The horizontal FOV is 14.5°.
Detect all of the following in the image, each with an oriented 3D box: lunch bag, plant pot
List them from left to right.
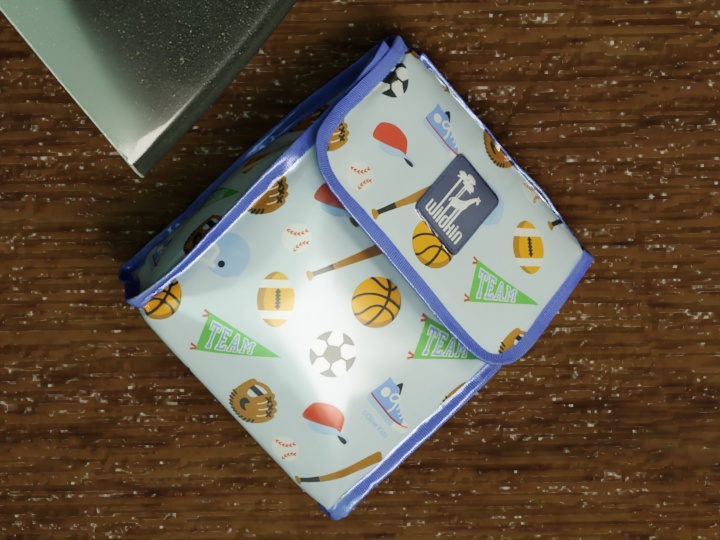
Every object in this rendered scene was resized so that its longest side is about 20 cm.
[{"bbox_3d":[-0.108,-0.192,1.384,0.177,0.200,0.200,-40,104,2],"label":"plant pot"},{"bbox_3d":[0.000,0.000,1.478,0.200,0.124,0.170,-42,104,0],"label":"lunch bag"}]
